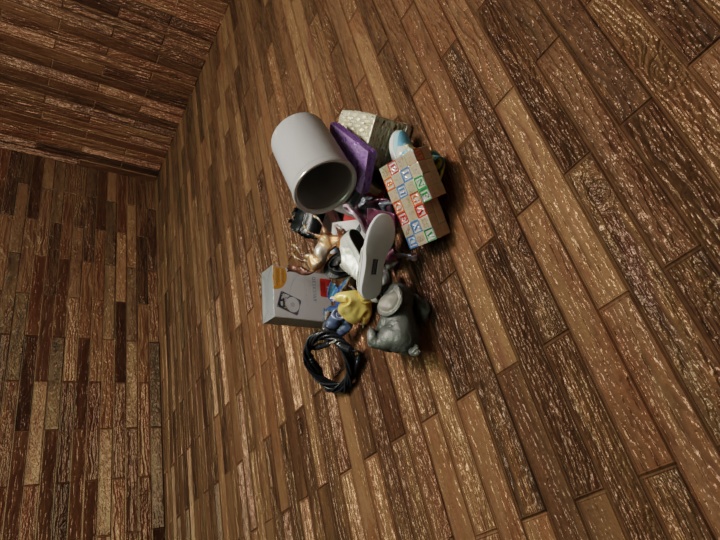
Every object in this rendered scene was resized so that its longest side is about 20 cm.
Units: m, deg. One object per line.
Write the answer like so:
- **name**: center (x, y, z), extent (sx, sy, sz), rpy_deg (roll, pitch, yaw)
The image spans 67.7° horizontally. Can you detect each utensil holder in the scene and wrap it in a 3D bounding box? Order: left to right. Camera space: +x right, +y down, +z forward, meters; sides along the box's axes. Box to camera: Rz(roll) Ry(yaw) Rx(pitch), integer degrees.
- **utensil holder**: center (-0.124, -0.273, 1.358), extent (0.171, 0.168, 0.201), rpy_deg (-55, 50, 33)

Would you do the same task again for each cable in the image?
- **cable**: center (-0.087, 0.256, 1.463), extent (0.051, 0.161, 0.202), rpy_deg (-59, -10, -54)

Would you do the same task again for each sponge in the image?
- **sponge**: center (-0.029, -0.292, 1.380), extent (0.200, 0.029, 0.113), rpy_deg (47, 137, 43)

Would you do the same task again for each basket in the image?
- **basket**: center (0.023, -0.350, 1.449), extent (0.199, 0.122, 0.138), rpy_deg (31, 108, 54)

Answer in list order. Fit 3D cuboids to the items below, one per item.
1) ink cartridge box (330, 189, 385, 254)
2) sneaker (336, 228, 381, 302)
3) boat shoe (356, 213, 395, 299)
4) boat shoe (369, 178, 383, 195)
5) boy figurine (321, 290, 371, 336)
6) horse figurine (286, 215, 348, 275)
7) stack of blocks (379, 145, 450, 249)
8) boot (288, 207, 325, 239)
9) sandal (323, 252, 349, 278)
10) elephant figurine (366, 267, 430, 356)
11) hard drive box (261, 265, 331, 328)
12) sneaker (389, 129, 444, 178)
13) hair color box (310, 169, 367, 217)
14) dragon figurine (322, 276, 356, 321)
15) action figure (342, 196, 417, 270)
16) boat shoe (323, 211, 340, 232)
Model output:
- **ink cartridge box**: center (-0.012, -0.135, 1.523), extent (0.199, 0.044, 0.179), rpy_deg (0, 84, 56)
- **sneaker**: center (0.000, 0.000, 1.381), extent (0.084, 0.072, 0.202), rpy_deg (-37, 70, 40)
- **boat shoe**: center (0.030, -0.035, 1.265), extent (0.066, 0.071, 0.204), rpy_deg (-155, 71, -65)
- **boat shoe**: center (0.003, -0.238, 1.494), extent (0.065, 0.071, 0.200), rpy_deg (-56, 29, 9)
- **boy figurine**: center (-0.023, 0.097, 1.431), extent (0.201, 0.124, 0.065), rpy_deg (-50, 13, 21)
- **horse figurine**: center (-0.127, -0.061, 1.524), extent (0.132, 0.050, 0.202), rpy_deg (37, 100, 21)
- **stack of blocks**: center (0.133, -0.165, 1.226), extent (0.114, 0.058, 0.203), rpy_deg (-20, 92, 48)
- **boot**: center (-0.115, -0.170, 1.579), extent (0.196, 0.073, 0.165), rpy_deg (17, 83, 34)
- **sandal**: center (-0.042, -0.018, 1.471), extent (0.199, 0.048, 0.077), rpy_deg (1, 73, 48)
- **elephant figurine**: center (0.087, 0.089, 1.251), extent (0.153, 0.142, 0.203), rpy_deg (10, 80, 14)
- **hard drive box**: center (-0.188, 0.082, 1.593), extent (0.076, 0.198, 0.158), rpy_deg (-29, 60, 48)
- **sneaker**: center (0.143, -0.275, 1.297), extent (0.130, 0.079, 0.203), rpy_deg (-35, 64, 49)
- **hair color box**: center (-0.078, -0.213, 1.465), extent (0.198, 0.099, 0.061), rpy_deg (23, 76, 28)
- **dragon figurine**: center (-0.057, 0.066, 1.529), extent (0.099, 0.058, 0.203), rpy_deg (21, 101, 55)
- **action figure**: center (0.050, -0.074, 1.322), extent (0.134, 0.147, 0.203), rpy_deg (-133, 33, -57)
- **boat shoe**: center (-0.111, -0.176, 1.658), extent (0.074, 0.065, 0.202), rpy_deg (-45, 48, 40)
